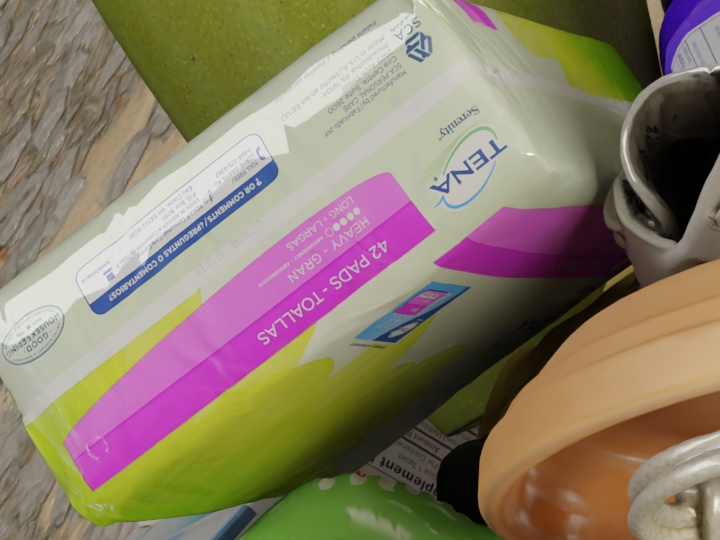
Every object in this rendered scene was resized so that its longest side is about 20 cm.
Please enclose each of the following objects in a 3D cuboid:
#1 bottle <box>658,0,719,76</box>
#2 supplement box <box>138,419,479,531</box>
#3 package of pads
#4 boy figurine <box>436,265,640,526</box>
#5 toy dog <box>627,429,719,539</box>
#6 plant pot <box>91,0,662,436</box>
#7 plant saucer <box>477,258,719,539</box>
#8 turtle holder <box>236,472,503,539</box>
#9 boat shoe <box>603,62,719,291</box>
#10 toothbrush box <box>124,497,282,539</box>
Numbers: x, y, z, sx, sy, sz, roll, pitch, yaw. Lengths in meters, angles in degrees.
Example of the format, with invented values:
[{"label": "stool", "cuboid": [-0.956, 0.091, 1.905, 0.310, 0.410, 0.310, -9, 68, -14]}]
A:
[{"label": "bottle", "cuboid": [0.135, -0.051, 0.910, 0.065, 0.084, 0.200, -34, 28, 12]}, {"label": "supplement box", "cuboid": [0.008, 0.026, 1.109, 0.126, 0.074, 0.200, -9, 53, 62]}, {"label": "package of pads", "cuboid": [0.000, 0.000, 0.773, 0.154, 0.068, 0.200, -38, -12, 15]}, {"label": "boy figurine", "cuboid": [0.071, 0.044, 0.854, 0.124, 0.064, 0.200, -46, -4, 35]}, {"label": "toy dog", "cuboid": [0.041, 0.110, 0.646, 0.200, 0.132, 0.096, -18, 70, 12]}, {"label": "plant pot", "cuboid": [0.027, -0.052, 0.982, 0.187, 0.200, 0.187, -24, -5, -2]}, {"label": "plant saucer", "cuboid": [0.125, 0.030, 0.673, 0.200, 0.200, 0.037, -31, 58, 51]}, {"label": "turtle holder", "cuboid": [-0.026, 0.144, 0.762, 0.185, 0.132, 0.141, -41, -21, -20]}, {"label": "boat shoe", "cuboid": [0.091, -0.019, 0.697, 0.200, 0.066, 0.072, 126, 165, -75]}, {"label": "toothbrush box", "cuboid": [-0.071, 0.155, 1.009, 0.146, 0.085, 0.200, -47, 5, -23]}]
